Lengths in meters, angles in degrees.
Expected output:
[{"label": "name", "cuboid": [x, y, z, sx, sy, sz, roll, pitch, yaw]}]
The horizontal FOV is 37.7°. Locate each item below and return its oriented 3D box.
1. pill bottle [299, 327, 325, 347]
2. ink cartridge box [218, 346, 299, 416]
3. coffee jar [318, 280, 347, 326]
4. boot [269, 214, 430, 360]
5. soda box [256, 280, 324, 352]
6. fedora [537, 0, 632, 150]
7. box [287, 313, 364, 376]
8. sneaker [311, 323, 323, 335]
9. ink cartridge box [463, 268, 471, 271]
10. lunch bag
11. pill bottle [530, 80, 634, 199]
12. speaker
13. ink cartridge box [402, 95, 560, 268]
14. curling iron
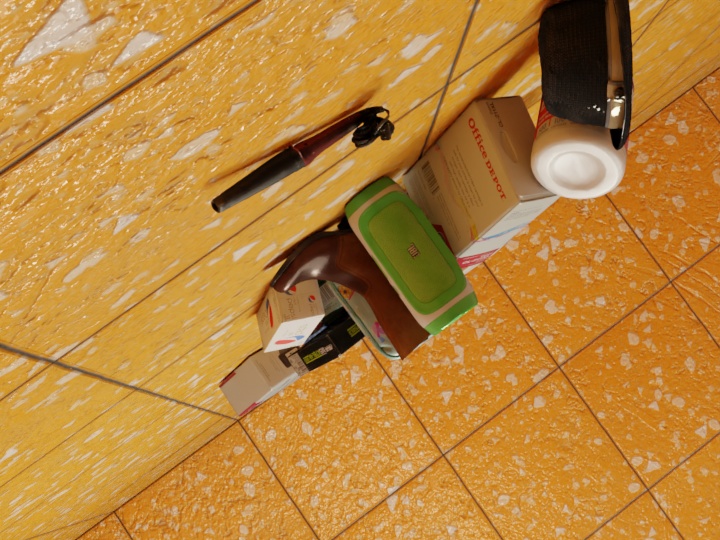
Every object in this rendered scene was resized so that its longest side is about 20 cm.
[{"label": "pill bottle", "cuboid": [-0.032, 0.079, 1.966, 0.112, 0.113, 0.200, -30, 170, -45]}, {"label": "ink cartridge box", "cuboid": [-0.178, 0.204, 2.215, 0.199, 0.084, 0.145, -31, 171, -46]}, {"label": "coffee jar", "cuboid": [0.000, 0.000, 1.670, 0.199, 0.086, 0.104, -35, 175, -2]}, {"label": "boot", "cuboid": [0.000, 0.035, 1.399, 0.187, 0.201, 0.068, -33, 174, -29]}, {"label": "soda box", "cuboid": [-0.108, 0.068, 1.588, 0.067, 0.064, 0.200, -10, 167, -16]}, {"label": "fedora", "cuboid": [0.237, -0.224, 1.127, 0.090, 0.203, 0.201, -3, 179, 9]}, {"label": "box", "cuboid": [-0.010, 0.088, 1.727, 0.192, 0.048, 0.200, -34, 180, -28]}, {"label": "sneaker", "cuboid": [-0.076, 0.067, 1.795, 0.199, 0.074, 0.088, -39, 170, -29]}, {"label": "ink cartridge box", "cuboid": [0.190, -0.058, 2.100, 0.199, 0.126, 0.129, -33, 173, -29]}, {"label": "lunch bag", "cuboid": [0.045, 0.011, 1.512, 0.160, 0.201, 0.077, -36, -175, 1]}, {"label": "pill bottle", "cuboid": [0.274, -0.196, 1.285, 0.112, 0.111, 0.202, -44, -155, 51]}, {"label": "speaker", "cuboid": [0.065, -0.019, 1.354, 0.088, 0.201, 0.088, -35, 174, -4]}, {"label": "ink cartridge box", "cuboid": [0.155, -0.110, 1.366, 0.082, 0.147, 0.200, -11, 161, -32]}, {"label": "curling iron", "cuboid": [-0.047, -0.100, 0.917, 0.199, 0.026, 0.049, -29, -152, -29]}]
